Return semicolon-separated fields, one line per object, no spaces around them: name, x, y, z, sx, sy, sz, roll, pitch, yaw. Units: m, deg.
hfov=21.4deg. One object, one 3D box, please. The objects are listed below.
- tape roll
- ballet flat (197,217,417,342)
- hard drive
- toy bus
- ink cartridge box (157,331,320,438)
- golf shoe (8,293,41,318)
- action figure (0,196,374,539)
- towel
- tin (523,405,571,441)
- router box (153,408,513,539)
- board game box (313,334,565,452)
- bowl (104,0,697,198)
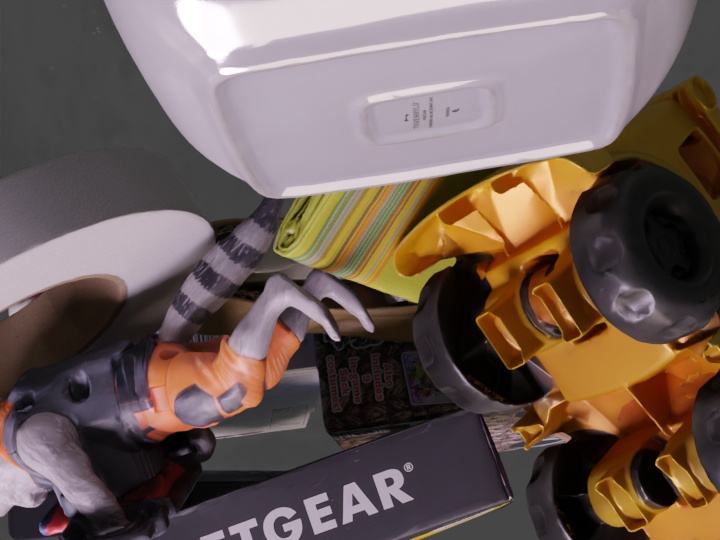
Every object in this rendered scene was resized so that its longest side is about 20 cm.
tape roll;-0.157;0.021;0.837;0.202;0.037;0.203;-31;165;-10
ballet flat;0.000;0.000;0.939;0.199;0.069;0.063;-6;155;-10
hard drive;-0.083;0.137;1.113;0.200;0.033;0.139;6;167;-42
toy bus;0.142;0.019;0.834;0.192;0.200;0.136;-35;-177;-43
ink cartridge box;-0.081;0.064;1.173;0.109;0.051;0.200;-6;167;-6
golf shoe;-0.156;0.064;1.054;0.075;0.092;0.200;-3;164;-11
action figure;-0.092;0.049;0.873;0.193;0.105;0.200;-29;-170;7
towel;0.032;-0.027;0.847;0.086;0.018;0.200;-56;152;7
tin;0.163;0.013;0.928;0.199;0.112;0.042;-23;151;-9
router box;-0.026;0.124;0.935;0.199;0.051;0.149;-20;171;2
board game box;0.082;0.043;1.076;0.199;0.097;0.159;-9;166;6
bowl;0.017;-0.084;0.611;0.199;0.075;0.200;-9;164;2
